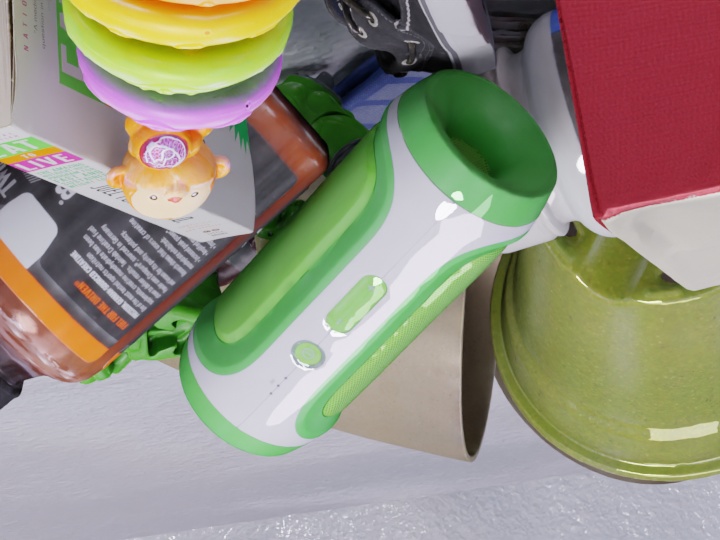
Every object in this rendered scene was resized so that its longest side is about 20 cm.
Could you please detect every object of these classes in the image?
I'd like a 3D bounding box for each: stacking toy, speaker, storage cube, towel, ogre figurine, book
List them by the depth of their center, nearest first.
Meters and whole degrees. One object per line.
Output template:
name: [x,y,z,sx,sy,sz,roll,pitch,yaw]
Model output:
stacking toy: [-0.061,-0.090,0.785,0.116,0.110,0.200,-8,136,-17]
book: [-0.100,-0.092,0.884,0.048,0.134,0.200,-12,168,19]
storage cube: [0.171,-0.106,0.897,0.171,0.180,0.200,-12,168,17]
speaker: [0.000,0.000,1.073,0.088,0.089,0.200,3,141,-44]
ogre figurine: [-0.069,-0.027,1.187,0.098,0.120,0.200,26,125,-33]
towel: [0.086,-0.100,1.232,0.200,0.024,0.147,-2,166,-24]

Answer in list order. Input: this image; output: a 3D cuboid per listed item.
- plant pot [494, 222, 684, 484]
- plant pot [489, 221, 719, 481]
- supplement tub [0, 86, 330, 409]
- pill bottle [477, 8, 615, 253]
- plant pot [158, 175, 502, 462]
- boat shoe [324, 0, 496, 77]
plant pot: [0.198,0.005,1.469,0.200,0.200,0.174,-3,149,-25]
plant pot: [0.160,-0.009,1.251,0.200,0.201,0.184,-9,157,5]
supplement tub: [-0.118,-0.023,1.061,0.200,0.107,0.107,-42,165,1]
pill bottle: [0.144,-0.082,1.107,0.200,0.114,0.114,-18,166,15]
plant pot: [-0.027,0.008,1.346,0.200,0.188,0.187,4,169,9]
boat shoe: [0.017,-0.121,1.008,0.066,0.070,0.200,-11,175,6]
